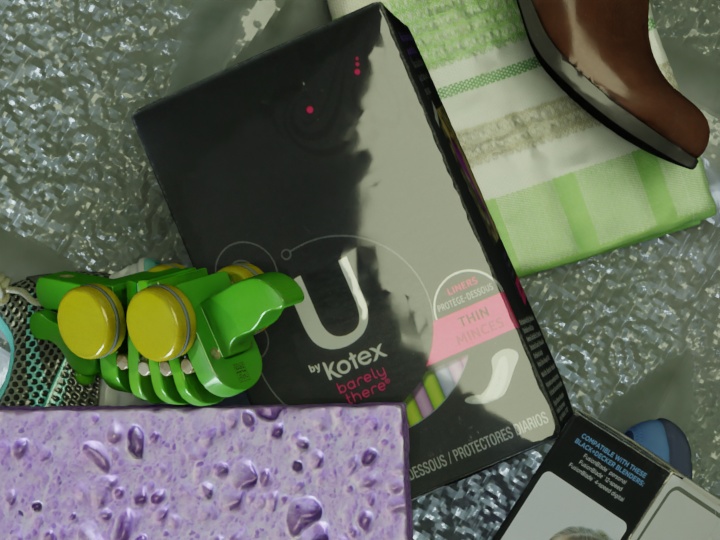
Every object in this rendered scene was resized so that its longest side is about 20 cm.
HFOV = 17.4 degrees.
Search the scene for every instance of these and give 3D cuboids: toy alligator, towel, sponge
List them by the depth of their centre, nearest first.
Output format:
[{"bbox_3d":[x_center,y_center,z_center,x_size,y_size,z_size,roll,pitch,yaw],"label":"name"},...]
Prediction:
[{"bbox_3d":[-0.077,0.111,0.978,0.199,0.030,0.112,-1,90,9],"label":"sponge"},{"bbox_3d":[-0.100,0.028,0.984,0.059,0.200,0.054,-16,102,-49],"label":"toy alligator"},{"bbox_3d":[0.069,-0.098,1.106,0.149,0.031,0.200,-17,88,-5],"label":"towel"}]

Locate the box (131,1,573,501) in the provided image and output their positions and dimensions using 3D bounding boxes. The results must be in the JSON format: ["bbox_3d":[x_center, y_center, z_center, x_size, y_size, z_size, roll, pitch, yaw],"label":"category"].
[{"bbox_3d":[0.000,0.000,1.033,0.122,0.106,0.200,-24,87,7],"label":"box"}]

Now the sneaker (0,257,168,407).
[{"bbox_3d":[-0.133,0.092,1.049,0.091,0.078,0.201,4,80,11],"label":"sneaker"}]

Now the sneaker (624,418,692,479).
[{"bbox_3d":[0.086,0.151,1.056,0.082,0.074,0.200,26,81,-1],"label":"sneaker"}]

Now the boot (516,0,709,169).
[{"bbox_3d":[0.145,-0.170,1.060,0.200,0.068,0.188,-43,78,4],"label":"boot"}]

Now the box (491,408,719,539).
[{"bbox_3d":[0.083,0.170,0.964,0.117,0.060,0.200,32,91,-45],"label":"box"}]
